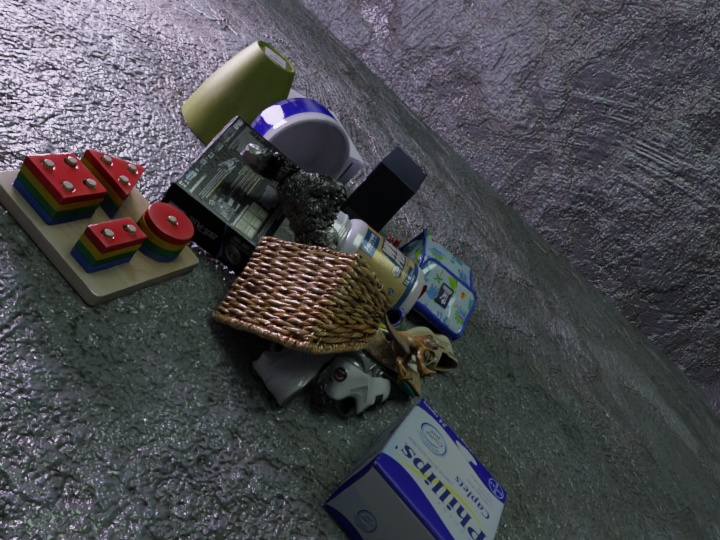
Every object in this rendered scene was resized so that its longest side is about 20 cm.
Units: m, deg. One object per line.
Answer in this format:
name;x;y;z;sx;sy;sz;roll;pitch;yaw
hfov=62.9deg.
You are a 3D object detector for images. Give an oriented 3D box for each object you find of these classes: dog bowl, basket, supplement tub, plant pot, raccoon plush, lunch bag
dog bowl;-0.126;-0.235;1.164;0.199;0.200;0.079;16;34;-47
basket;-0.076;0.060;0.819;0.149;0.199;0.143;-61;142;-23
supplement tub;0.000;0.000;1.061;0.200;0.145;0.145;38;25;-15
plant pot;-0.225;-0.351;1.188;0.187;0.200;0.188;36;26;-20
raccoon plush;-0.110;-0.083;0.893;0.199;0.097;0.135;22;71;-15
lunch bag;0.161;0.036;1.298;0.170;0.127;0.201;38;38;-20

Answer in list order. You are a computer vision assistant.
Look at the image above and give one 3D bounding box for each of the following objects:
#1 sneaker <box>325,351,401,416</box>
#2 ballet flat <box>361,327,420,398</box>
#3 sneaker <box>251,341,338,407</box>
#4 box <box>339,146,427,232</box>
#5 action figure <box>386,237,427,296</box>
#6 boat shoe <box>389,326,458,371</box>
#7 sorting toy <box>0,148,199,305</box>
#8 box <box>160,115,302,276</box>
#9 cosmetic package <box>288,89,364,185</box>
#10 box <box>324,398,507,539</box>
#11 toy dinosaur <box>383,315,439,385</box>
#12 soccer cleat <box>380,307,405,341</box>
sneaker;-0.002;0.179;0.886;0.074;0.089;0.200;24;-12;31
ballet flat;0.056;0.143;0.962;0.070;0.065;0.200;22;-17;44
sneaker;-0.080;0.117;0.848;0.080;0.070;0.200;44;24;7
box;0.046;-0.172;1.358;0.104;0.182;0.200;43;24;-5
action figure;0.073;-0.026;1.225;0.065;0.099;0.200;37;-3;-40
boat shoe;0.124;0.156;1.108;0.200;0.072;0.065;20;32;-53
sorting toy;-0.322;-0.075;0.764;0.200;0.070;0.199;47;24;5
box;-0.196;-0.123;0.943;0.164;0.086;0.201;38;46;-14
cosmetic package;-0.129;-0.298;1.349;0.199;0.123;0.200;19;35;-47
box;0.082;0.300;0.772;0.184;0.105;0.200;48;25;7
toy dinosaur;0.067;0.115;0.910;0.200;0.060;0.107;36;34;-57
soccer cleat;-0.020;0.068;0.964;0.199;0.084;0.065;13;43;-21
